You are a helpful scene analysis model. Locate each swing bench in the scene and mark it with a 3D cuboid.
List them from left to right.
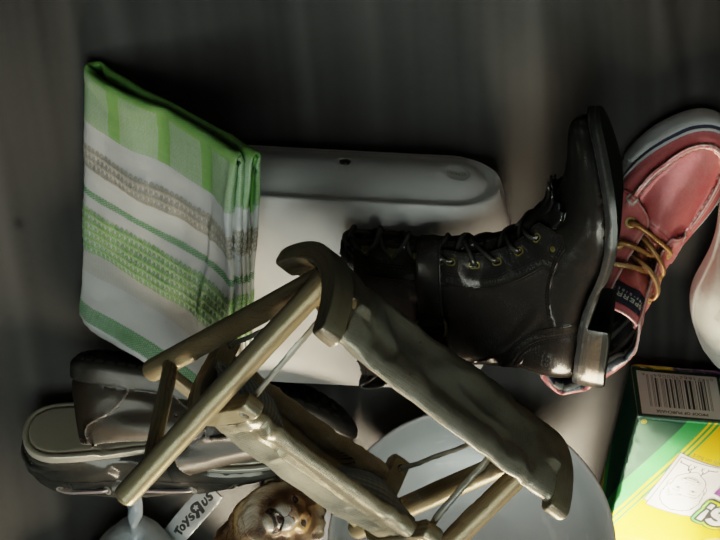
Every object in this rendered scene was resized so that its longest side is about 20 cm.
[{"bbox_3d":[-0.006,0.099,1.390,0.199,0.130,0.200,39,120,-23],"label":"swing bench"}]

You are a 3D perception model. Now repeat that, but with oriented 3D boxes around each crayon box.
[{"bbox_3d":[0.274,0.155,1.616,0.198,0.058,0.173,5,129,-4],"label":"crayon box"}]

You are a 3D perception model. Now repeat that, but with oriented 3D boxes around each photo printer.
[{"bbox_3d":[0.000,0.000,1.496,0.198,0.070,0.167,3,127,-3],"label":"photo printer"}]

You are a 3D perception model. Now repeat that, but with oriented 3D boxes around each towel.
[{"bbox_3d":[-0.128,-0.019,1.456,0.149,0.031,0.201,28,132,28],"label":"towel"}]

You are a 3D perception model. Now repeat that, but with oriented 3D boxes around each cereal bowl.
[{"bbox_3d":[0.076,0.201,1.590,0.198,0.202,0.083,0,161,0],"label":"cereal bowl"}]

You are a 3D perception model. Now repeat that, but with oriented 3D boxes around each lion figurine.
[{"bbox_3d":[-0.063,0.249,1.580,0.122,0.072,0.201,-21,106,-23],"label":"lion figurine"}]

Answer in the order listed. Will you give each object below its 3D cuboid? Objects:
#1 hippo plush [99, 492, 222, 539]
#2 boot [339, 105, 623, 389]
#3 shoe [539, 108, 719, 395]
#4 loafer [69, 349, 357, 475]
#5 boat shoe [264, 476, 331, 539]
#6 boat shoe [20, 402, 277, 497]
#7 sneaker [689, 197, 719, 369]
[{"bbox_3d":[-0.152,0.272,1.640,0.158,0.161,0.200,23,123,-16],"label":"hippo plush"},{"bbox_3d":[0.072,-0.010,1.409,0.173,0.069,0.201,5,113,8],"label":"boot"},{"bbox_3d":[0.179,-0.008,1.477,0.071,0.091,0.200,28,122,-20],"label":"shoe"},{"bbox_3d":[-0.102,0.103,1.545,0.198,0.073,0.072,11,97,0],"label":"loafer"},{"bbox_3d":[-0.043,0.205,1.660,0.062,0.072,0.201,15,121,13],"label":"boat shoe"},{"bbox_3d":[-0.137,0.126,1.597,0.198,0.067,0.057,1,143,1],"label":"boat shoe"},{"bbox_3d":[0.257,0.025,1.490,0.072,0.085,0.201,-8,142,1],"label":"sneaker"}]
